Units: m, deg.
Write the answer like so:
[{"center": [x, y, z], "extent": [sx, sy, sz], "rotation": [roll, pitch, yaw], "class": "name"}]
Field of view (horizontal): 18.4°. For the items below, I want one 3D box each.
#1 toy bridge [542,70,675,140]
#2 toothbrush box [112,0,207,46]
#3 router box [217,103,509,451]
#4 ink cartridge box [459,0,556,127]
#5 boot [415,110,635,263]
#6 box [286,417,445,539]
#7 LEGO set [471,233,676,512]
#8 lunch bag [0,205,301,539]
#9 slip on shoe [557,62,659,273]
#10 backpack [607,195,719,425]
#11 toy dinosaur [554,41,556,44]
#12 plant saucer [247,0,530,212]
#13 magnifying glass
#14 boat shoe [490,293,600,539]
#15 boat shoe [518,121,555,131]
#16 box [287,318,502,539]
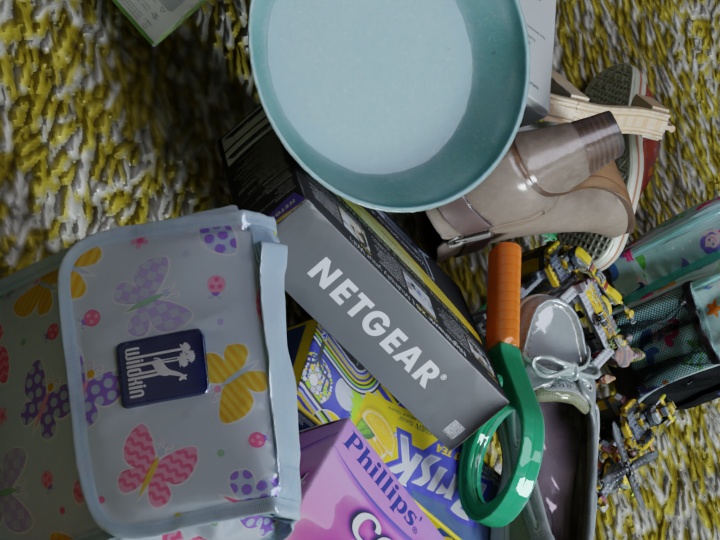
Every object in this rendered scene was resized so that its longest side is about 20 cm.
[{"center": [0.145, -0.124, 1.618], "extent": [0.199, 0.067, 0.027], "rotation": [11, 109, -24], "class": "toy bridge"}, {"center": [-0.108, -0.259, 1.397], "extent": [0.146, 0.086, 0.200], "rotation": [48, 44, -9], "class": "toothbrush box"}, {"center": [0.000, 0.000, 1.398], "extent": [0.200, 0.052, 0.157], "rotation": [45, 12, -26], "class": "router box"}, {"center": [0.058, -0.185, 1.530], "extent": [0.083, 0.146, 0.201], "rotation": [31, 52, -36], "class": "ink cartridge box"}, {"center": [0.110, -0.045, 1.515], "extent": [0.200, 0.145, 0.071], "rotation": [67, -2, -67], "class": "boot"}, {"center": [-0.027, 0.223, 1.297], "extent": [0.176, 0.096, 0.200], "rotation": [53, 41, -20], "class": "box"}, {"center": [0.168, 0.067, 1.573], "extent": [0.153, 0.115, 0.201], "rotation": [-25, 94, -51], "class": "LEGO set"}, {"center": [-0.115, 0.070, 1.177], "extent": [0.127, 0.199, 0.171], "rotation": [12, 66, -46], "class": "lunch bag"}, {"center": [0.198, -0.073, 1.710], "extent": [0.061, 0.074, 0.201], "rotation": [46, 40, -31], "class": "slip on shoe"}, {"center": [0.295, 0.016, 1.679], "extent": [0.177, 0.199, 0.152], "rotation": [-15, 86, -50], "class": "backpack"}, {"center": [0.126, -0.245, 1.640], "extent": [0.102, 0.076, 0.201], "rotation": [-85, -175, -72], "class": "toy dinosaur"}, {"center": [0.013, -0.134, 1.366], "extent": [0.199, 0.036, 0.202], "rotation": [3, 83, -29], "class": "plant saucer"}, {"center": [0.091, 0.070, 1.420], "extent": [0.022, 0.080, 0.201], "rotation": [18, 53, -23], "class": "magnifying glass"}, {"center": [0.125, 0.108, 1.436], "extent": [0.074, 0.065, 0.203], "rotation": [19, 64, -25], "class": "boat shoe"}, {"center": [0.106, -0.065, 1.595], "extent": [0.200, 0.070, 0.064], "rotation": [-20, 89, -53], "class": "boat shoe"}, {"center": [0.009, 0.119, 1.409], "extent": [0.200, 0.064, 0.070], "rotation": [42, 47, -31], "class": "box"}]
